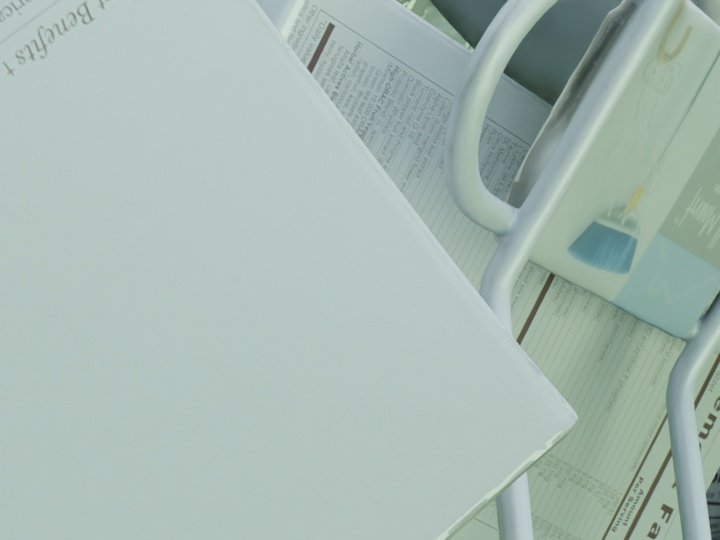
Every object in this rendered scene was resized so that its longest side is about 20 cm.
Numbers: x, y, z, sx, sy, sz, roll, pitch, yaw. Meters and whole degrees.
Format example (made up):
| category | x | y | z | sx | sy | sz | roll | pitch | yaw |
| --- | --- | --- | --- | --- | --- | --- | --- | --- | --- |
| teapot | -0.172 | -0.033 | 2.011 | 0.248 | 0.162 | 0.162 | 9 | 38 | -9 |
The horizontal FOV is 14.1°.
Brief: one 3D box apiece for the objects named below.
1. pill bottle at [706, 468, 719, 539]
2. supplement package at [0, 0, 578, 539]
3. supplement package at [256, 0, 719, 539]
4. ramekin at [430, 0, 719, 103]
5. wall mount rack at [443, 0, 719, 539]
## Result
| category | x | y | z | sx | sy | sz | roll | pitch | yaw |
| --- | --- | --- | --- | --- | --- | --- | --- | --- | --- |
| pill bottle | 0.069 | 0.066 | 0.933 | 0.110 | 0.110 | 0.201 | -1 | 112 | -55 |
| supplement package | -0.076 | -0.006 | 0.564 | 0.117 | 0.200 | 0.117 | -38 | -176 | -20 |
| supplement package | 0.000 | 0.000 | 0.742 | 0.200 | 0.109 | 0.114 | 30 | 87 | -40 |
| ramekin | 0.068 | -0.129 | 0.729 | 0.094 | 0.202 | 0.203 | -32 | 137 | -24 |
| wall mount rack | 0.078 | 0.015 | 0.654 | 0.174 | 0.074 | 0.200 | -61 | 149 | 3 |
